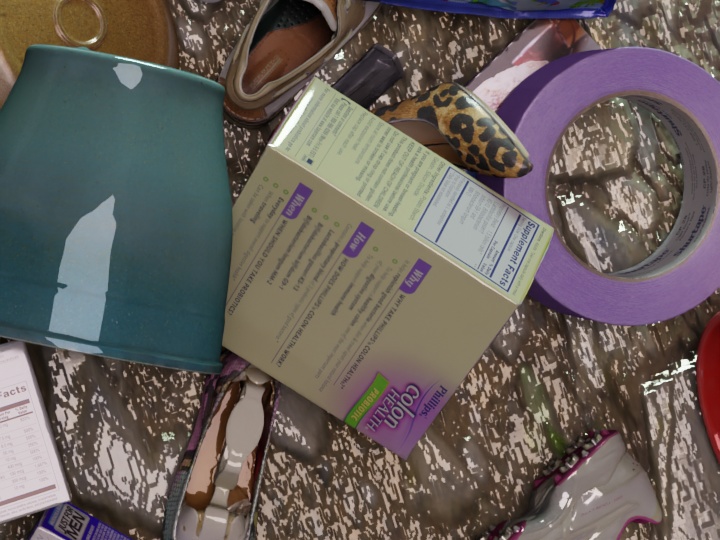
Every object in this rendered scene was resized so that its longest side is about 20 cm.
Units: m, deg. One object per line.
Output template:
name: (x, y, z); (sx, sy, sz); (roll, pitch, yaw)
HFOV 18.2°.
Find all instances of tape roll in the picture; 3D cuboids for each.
tape roll: (0.188, -0.062, 1.644); (0.199, 0.066, 0.201); (-1, 93, -15)

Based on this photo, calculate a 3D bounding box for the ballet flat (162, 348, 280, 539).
ballet flat: (-0.097, 0.150, 1.600); (0.069, 0.071, 0.201); (14, 85, -9)

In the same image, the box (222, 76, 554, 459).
box: (0.000, 0.000, 1.556); (0.199, 0.176, 0.097); (32, 40, -1)

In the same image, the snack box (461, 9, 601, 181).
snack box: (0.098, -0.107, 1.666); (0.200, 0.024, 0.072); (-44, 96, -9)

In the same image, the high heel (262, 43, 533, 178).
high heel: (0.021, -0.073, 1.586); (0.143, 0.200, 0.072); (-44, 135, -12)

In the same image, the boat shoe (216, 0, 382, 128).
boat shoe: (-0.030, -0.189, 1.627); (0.075, 0.068, 0.200); (34, 81, -4)

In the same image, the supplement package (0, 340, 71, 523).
supplement package: (-0.285, 0.121, 1.505); (0.155, 0.200, 0.111); (-17, 90, -10)

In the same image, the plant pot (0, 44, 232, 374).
plant pot: (-0.171, -0.044, 1.465); (0.199, 0.200, 0.189); (11, 90, -8)

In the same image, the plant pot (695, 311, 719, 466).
plant pot: (0.369, 0.090, 1.625); (0.177, 0.200, 0.201); (-20, 90, -20)

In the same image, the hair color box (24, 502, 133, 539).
hair color box: (-0.159, 0.257, 1.572); (0.199, 0.065, 0.110); (31, 106, -5)

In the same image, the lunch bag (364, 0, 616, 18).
lunch bag: (0.090, -0.277, 1.618); (0.199, 0.127, 0.171); (-1, 75, -7)

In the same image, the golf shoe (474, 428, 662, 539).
golf shoe: (0.137, 0.208, 1.635); (0.200, 0.075, 0.092); (-43, 97, -7)

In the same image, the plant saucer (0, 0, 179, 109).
plant saucer: (-0.202, -0.169, 1.569); (0.199, 0.035, 0.201); (13, 67, -34)

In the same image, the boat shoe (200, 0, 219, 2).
boat shoe: (-0.150, -0.284, 1.618); (0.200, 0.069, 0.057); (50, 43, -9)
